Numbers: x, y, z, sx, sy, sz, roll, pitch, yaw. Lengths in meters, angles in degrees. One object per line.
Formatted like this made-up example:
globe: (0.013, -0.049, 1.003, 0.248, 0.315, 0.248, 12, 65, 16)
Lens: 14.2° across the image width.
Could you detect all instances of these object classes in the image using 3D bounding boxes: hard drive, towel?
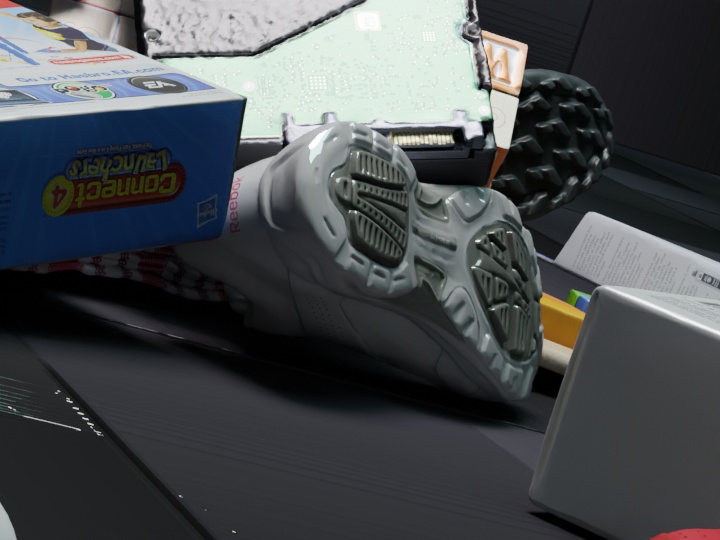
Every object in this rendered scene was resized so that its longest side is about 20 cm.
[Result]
hard drive: (-0.025, -0.119, 1.182, 0.139, 0.038, 0.201, -2, 53, -9)
towel: (-0.143, -0.023, 1.171, 0.146, 0.030, 0.200, 23, 6, 35)

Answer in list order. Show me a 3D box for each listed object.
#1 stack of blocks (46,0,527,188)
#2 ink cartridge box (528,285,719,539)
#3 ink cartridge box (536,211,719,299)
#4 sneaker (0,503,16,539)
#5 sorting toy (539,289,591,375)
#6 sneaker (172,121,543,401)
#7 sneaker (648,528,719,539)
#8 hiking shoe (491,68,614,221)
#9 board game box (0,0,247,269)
stack of blocks: (-0.042, -0.072, 1.243, 0.199, 0.059, 0.115, 17, -36, -7)
ink cartridge box: (0.175, 0.070, 1.027, 0.146, 0.083, 0.200, 22, 9, 32)
ink cartridge box: (0.209, 0.026, 1.534, 0.196, 0.043, 0.200, 23, 4, -35)
sneaker: (-0.160, 0.024, 0.560, 0.112, 0.073, 0.200, 14, 10, -45)
sorting toy: (0.098, 0.027, 1.354, 0.199, 0.037, 0.185, 16, 7, -15)
sneaker: (0.000, 0.000, 1.136, 0.099, 0.078, 0.200, -8, -27, 32)
sneaker: (0.182, 0.080, 0.852, 0.199, 0.113, 0.071, 17, 7, -10)
hiking shoe: (0.026, -0.054, 1.385, 0.199, 0.075, 0.087, -16, 16, -25)
board game box: (-0.180, -0.057, 1.037, 0.195, 0.056, 0.200, 23, 21, 38)
